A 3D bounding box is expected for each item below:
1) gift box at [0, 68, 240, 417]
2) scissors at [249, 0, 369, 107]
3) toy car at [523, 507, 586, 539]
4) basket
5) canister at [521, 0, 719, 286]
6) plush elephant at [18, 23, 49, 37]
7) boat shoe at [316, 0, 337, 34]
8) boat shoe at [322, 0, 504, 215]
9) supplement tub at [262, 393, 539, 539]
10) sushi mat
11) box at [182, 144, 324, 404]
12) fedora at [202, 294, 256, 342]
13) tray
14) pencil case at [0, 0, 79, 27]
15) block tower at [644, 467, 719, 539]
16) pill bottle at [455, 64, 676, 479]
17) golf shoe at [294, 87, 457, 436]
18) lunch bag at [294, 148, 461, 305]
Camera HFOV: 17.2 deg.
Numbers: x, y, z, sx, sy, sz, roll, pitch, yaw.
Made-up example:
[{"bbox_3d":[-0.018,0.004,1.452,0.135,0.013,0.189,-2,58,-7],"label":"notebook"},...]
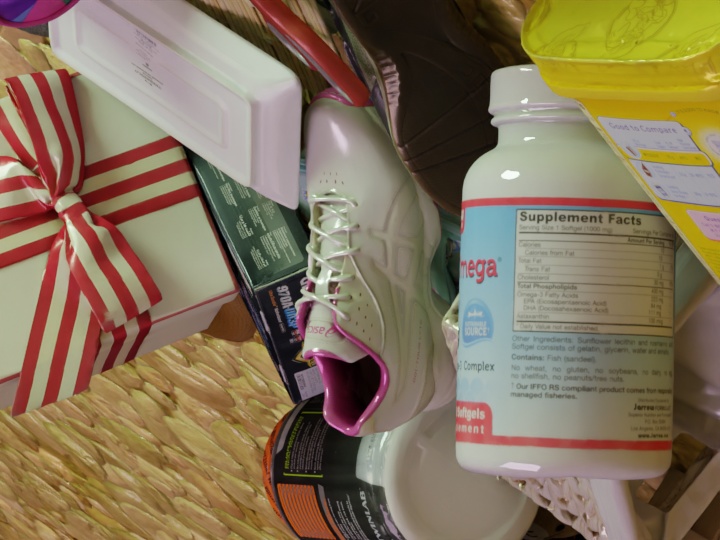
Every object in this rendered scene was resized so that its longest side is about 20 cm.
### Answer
[{"bbox_3d":[-0.194,-0.010,1.471,0.185,0.199,0.187,63,165,5],"label":"gift box"},{"bbox_3d":[-0.057,-0.148,1.178,0.073,0.014,0.200,45,178,43],"label":"scissors"},{"bbox_3d":[0.117,0.161,1.622,0.164,0.158,0.200,25,148,-1],"label":"toy car"},{"bbox_3d":[0.142,0.058,1.355,0.123,0.136,0.200,30,159,29],"label":"basket"},{"bbox_3d":[0.185,-0.060,1.092,0.148,0.087,0.200,8,146,53],"label":"canister"},{"bbox_3d":[-0.244,-0.174,1.459,0.199,0.155,0.165,32,159,13],"label":"plush elephant"},{"bbox_3d":[-0.082,-0.194,1.288,0.200,0.063,0.074,34,160,-27],"label":"boat shoe"},{"bbox_3d":[0.029,-0.119,1.256,0.201,0.072,0.066,58,-175,-34],"label":"boat shoe"},{"bbox_3d":[0.020,0.128,1.519,0.123,0.123,0.200,44,160,-18],"label":"supplement tub"},{"bbox_3d":[-0.059,-0.148,1.263,0.095,0.012,0.200,21,164,19],"label":"sushi mat"},{"bbox_3d":[-0.072,-0.035,1.500,0.159,0.046,0.201,76,169,-60],"label":"box"},{"bbox_3d":[-0.132,-0.034,1.686,0.200,0.082,0.201,33,161,13],"label":"fedora"},{"bbox_3d":[-0.113,-0.115,1.342,0.200,0.022,0.108,34,145,24],"label":"tray"},{"bbox_3d":[-0.221,-0.224,1.328,0.200,0.088,0.089,49,168,30],"label":"pencil case"},{"bbox_3d":[0.228,0.206,1.645,0.054,0.058,0.200,28,160,23],"label":"block tower"},{"bbox_3d":[0.103,0.002,1.185,0.108,0.201,0.109,1,177,0],"label":"pill bottle"},{"bbox_3d":[0.000,0.000,1.323,0.075,0.091,0.201,2,115,44],"label":"golf shoe"},{"bbox_3d":[0.043,-0.013,1.441,0.160,0.077,0.200,29,159,24],"label":"lunch bag"}]
